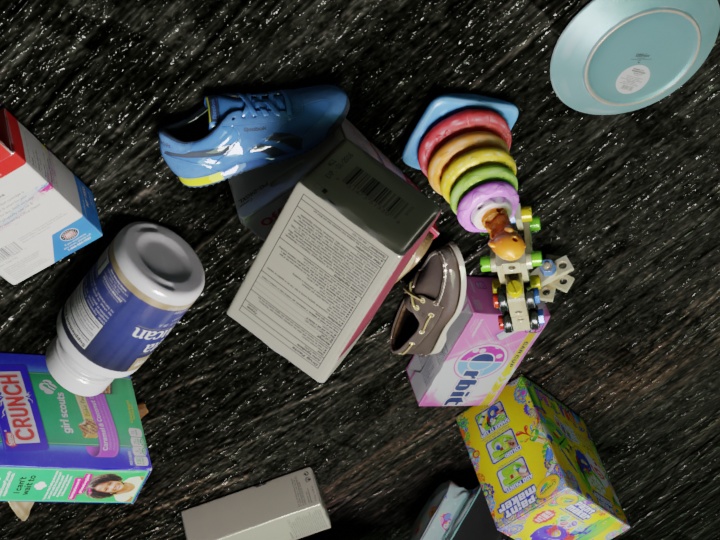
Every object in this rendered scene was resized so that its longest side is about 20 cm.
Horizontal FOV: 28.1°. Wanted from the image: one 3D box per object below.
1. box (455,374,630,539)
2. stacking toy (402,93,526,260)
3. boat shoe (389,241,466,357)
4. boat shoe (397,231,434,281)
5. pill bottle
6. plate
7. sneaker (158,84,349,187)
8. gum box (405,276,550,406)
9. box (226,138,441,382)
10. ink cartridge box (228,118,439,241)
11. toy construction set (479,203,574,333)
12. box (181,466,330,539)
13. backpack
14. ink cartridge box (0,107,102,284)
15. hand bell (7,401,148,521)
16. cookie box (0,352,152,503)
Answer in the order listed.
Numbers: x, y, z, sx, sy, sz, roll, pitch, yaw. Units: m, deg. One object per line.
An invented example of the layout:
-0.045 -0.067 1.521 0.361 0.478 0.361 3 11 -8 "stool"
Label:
0.260 0.287 2.046 0.122 0.193 0.200 -34 140 18 "box"
0.132 -0.085 1.536 0.115 0.201 0.110 3 137 -27 "stacking toy"
0.081 0.040 1.773 0.059 0.072 0.200 -9 147 -18 "boat shoe"
0.000 0.000 1.563 0.064 0.071 0.200 38 130 -10 "boat shoe"
-0.268 0.049 1.596 0.111 0.111 0.200 16 130 -37 "pill bottle"
0.304 -0.238 1.569 0.199 0.026 0.201 -13 141 -10 "plate"
-0.109 -0.151 1.462 0.199 0.066 0.079 -20 138 1 "sneaker"
0.148 0.099 1.872 0.113 0.066 0.200 3 137 -25 "gum box"
-0.028 -0.009 1.456 0.128 0.109 0.200 36 129 4 "box"
-0.029 -0.073 1.574 0.145 0.084 0.200 -32 140 16 "ink cartridge box"
0.193 -0.003 1.734 0.092 0.132 0.200 -14 150 21 "toy construction set"
-0.148 0.356 2.054 0.199 0.069 0.082 -18 142 -2 "box"
0.150 0.411 2.156 0.176 0.153 0.200 -61 169 -14 "backpack"
-0.362 -0.081 1.433 0.116 0.067 0.200 -28 141 9 "ink cartridge box"
-0.357 0.220 1.802 0.199 0.104 0.104 -28 143 -8 "hand bell"
-0.361 0.183 1.670 0.199 0.172 0.075 5 133 -29 "cookie box"
